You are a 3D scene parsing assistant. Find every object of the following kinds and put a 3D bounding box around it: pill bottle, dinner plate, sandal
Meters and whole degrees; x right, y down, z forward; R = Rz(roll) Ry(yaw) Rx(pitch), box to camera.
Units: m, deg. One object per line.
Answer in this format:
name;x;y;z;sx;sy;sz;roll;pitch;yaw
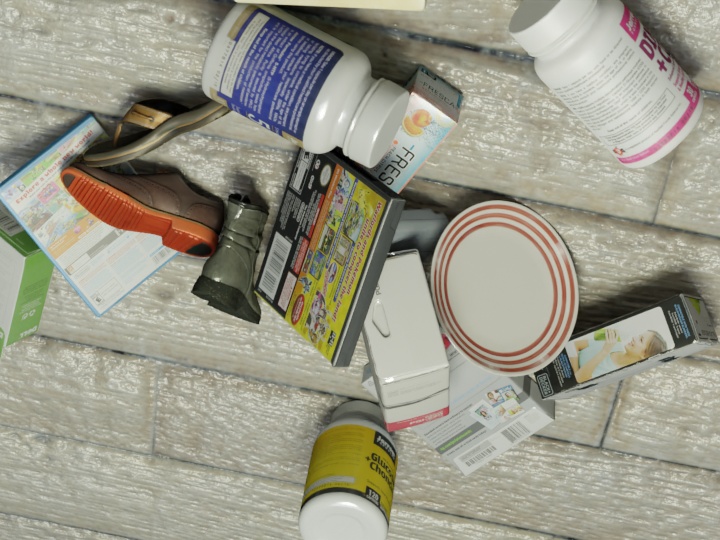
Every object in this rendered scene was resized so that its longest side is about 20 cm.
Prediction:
pill bottle;0.252;-0.211;1.487;0.113;0.114;0.200;-36;113;29
dinner plate;0.162;0.021;1.639;0.200;0.201;0.024;37;155;-18
pill bottle;-0.011;0.258;1.806;0.111;0.201;0.113;4;126;5
sandal;-0.225;-0.170;1.613;0.199;0.082;0.055;-20;103;22
pill bottle;-0.055;-0.193;1.511;0.199;0.120;0.120;29;127;10

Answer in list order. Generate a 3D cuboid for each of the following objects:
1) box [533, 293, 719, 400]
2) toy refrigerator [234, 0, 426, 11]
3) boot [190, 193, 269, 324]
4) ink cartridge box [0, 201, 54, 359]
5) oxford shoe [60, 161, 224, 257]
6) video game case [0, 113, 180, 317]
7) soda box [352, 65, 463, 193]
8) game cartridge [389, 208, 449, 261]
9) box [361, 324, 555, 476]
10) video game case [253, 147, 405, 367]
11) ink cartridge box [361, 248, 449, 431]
box;0.310;0.092;1.691;0.199;0.116;0.061;-23;77;24
toy refrigerator;-0.028;-0.313;1.480;0.198;0.076;0.070;4;126;5
boot;-0.135;-0.013;1.699;0.067;0.200;0.132;20;82;9
ink cartridge box;-0.441;0.022;1.764;0.104;0.059;0.201;37;127;20
oxford shoe;-0.252;-0.085;1.675;0.199;0.073;0.071;26;151;-20
video game case;-0.313;-0.062;1.693;0.143;0.018;0.201;-38;117;-6
soda box;0.031;-0.129;1.606;0.063;0.069;0.200;34;124;-12
game cartridge;0.000;0.000;1.667;0.200;0.132;0.042;-47;63;40
box;0.123;0.155;1.812;0.200;0.041;0.156;41;121;-20
video game case;-0.038;-0.024;1.586;0.025;0.181;0.202;4;114;-38
ink cartridge box;0.047;0.083;1.640;0.084;0.147;0.200;-15;159;0
